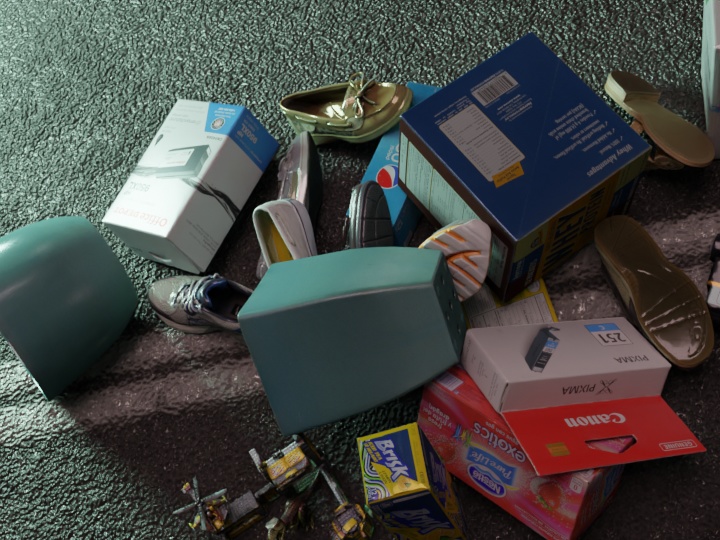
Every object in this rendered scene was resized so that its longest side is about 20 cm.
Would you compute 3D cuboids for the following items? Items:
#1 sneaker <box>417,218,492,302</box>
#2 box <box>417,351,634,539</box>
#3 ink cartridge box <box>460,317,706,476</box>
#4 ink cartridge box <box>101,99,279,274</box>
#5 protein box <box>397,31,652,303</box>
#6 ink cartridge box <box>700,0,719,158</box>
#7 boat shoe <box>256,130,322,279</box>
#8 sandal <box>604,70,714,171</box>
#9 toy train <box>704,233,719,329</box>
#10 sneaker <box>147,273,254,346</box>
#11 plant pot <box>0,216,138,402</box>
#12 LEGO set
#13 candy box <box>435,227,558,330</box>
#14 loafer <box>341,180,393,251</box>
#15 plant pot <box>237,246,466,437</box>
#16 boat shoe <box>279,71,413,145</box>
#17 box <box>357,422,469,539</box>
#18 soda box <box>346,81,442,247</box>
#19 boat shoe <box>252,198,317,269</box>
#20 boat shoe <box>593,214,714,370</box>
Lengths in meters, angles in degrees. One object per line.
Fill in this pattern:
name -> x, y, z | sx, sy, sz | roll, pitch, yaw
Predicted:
sneaker -> 0.091, 0.004, 1.204 | 0.078, 0.201, 0.077 | 36, 48, 3
box -> 0.163, 0.173, 1.116 | 0.198, 0.096, 0.102 | 30, 39, 29
ink cartridge box -> 0.224, 0.117, 1.089 | 0.197, 0.045, 0.177 | -3, 33, -23
ink cartridge box -> -0.217, -0.111, 1.402 | 0.143, 0.084, 0.202 | 12, 66, 42
protein box -> 0.177, -0.117, 1.227 | 0.197, 0.136, 0.201 | -33, 66, -16
ink cartridge box -> 0.425, -0.241, 1.214 | 0.086, 0.201, 0.148 | -2, 61, 13
boat shoe -> -0.088, -0.081, 1.370 | 0.063, 0.075, 0.206 | 0, 69, 13
sandal -> 0.341, -0.153, 1.280 | 0.076, 0.070, 0.213 | 1, 37, -20
toy train -> 0.452, 0.027, 1.135 | 0.197, 0.085, 0.116 | 20, 82, 24
sneaker -> -0.180, 0.034, 1.329 | 0.197, 0.085, 0.078 | 11, 66, 24
plant pot -> -0.370, 0.031, 1.336 | 0.160, 0.202, 0.200 | -35, 57, -18
LEGO set -> -0.092, 0.259, 1.158 | 0.198, 0.116, 0.155 | -27, 58, 3
candy box -> 0.159, 0.014, 1.264 | 0.101, 0.026, 0.203 | -20, 58, 10
loafer -> 0.000, 0.000, 1.265 | 0.062, 0.071, 0.204 | -5, 90, 34
plant pot -> 0.002, 0.060, 1.135 | 0.197, 0.143, 0.142 | -14, 19, 17
boat shoe -> -0.021, -0.204, 1.379 | 0.198, 0.063, 0.074 | -8, 51, 42
box -> 0.056, 0.223, 1.081 | 0.063, 0.201, 0.071 | -16, 58, 9
soda box -> 0.057, -0.130, 1.352 | 0.067, 0.064, 0.202 | 15, 68, 25
boat shoe -> -0.081, 0.017, 1.257 | 0.074, 0.085, 0.206 | -19, 85, 39
boat shoe -> 0.316, 0.029, 1.181 | 0.071, 0.066, 0.202 | -25, 54, -2
